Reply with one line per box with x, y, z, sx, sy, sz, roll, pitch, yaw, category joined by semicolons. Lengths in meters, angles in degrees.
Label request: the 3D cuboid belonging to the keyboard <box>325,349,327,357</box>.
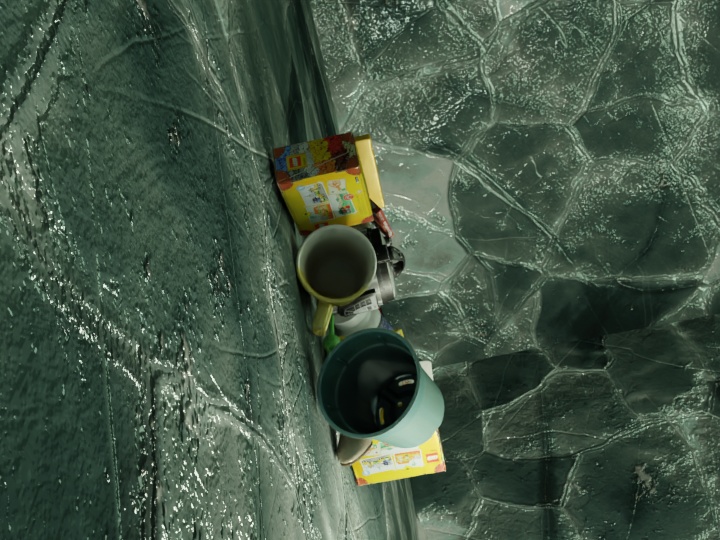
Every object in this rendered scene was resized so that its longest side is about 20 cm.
-0.052;0.228;1.684;0.200;0.011;0.056;73;7;-54;keyboard

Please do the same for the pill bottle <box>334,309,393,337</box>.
0.015;0.151;1.854;0.200;0.116;0.116;54;18;-36;pill bottle

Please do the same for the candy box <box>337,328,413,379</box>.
0.023;0.181;1.616;0.026;0.200;0.102;-21;96;-44;candy box

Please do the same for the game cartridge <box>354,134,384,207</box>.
-0.044;-0.222;1.866;0.032;0.176;0.200;-95;173;-52;game cartridge

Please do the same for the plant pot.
0.054;0.233;1.432;0.196;0.200;0.201;43;32;-53;plant pot

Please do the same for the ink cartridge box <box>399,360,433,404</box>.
0.063;0.269;1.729;0.068;0.200;0.117;-67;150;-77;ink cartridge box

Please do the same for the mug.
-0.061;0.015;1.506;0.149;0.187;0.153;47;-11;8;mug

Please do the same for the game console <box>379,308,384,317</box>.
-0.014;0.044;1.970;0.200;0.118;0.173;70;10;-70;game console

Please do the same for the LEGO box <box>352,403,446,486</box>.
0.073;0.373;1.683;0.077;0.200;0.149;-94;172;-60;LEGO box

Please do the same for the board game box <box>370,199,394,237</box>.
-0.003;-0.158;1.738;0.200;0.019;0.103;46;-6;35;board game box

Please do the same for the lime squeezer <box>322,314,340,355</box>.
-0.058;0.176;1.588;0.071;0.038;0.200;117;-31;-66;lime squeezer

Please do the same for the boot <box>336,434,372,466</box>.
-0.018;0.270;1.526;0.200;0.070;0.146;-55;134;-68;boot

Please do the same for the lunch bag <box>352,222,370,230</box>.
-0.030;-0.095;2.026;0.200;0.117;0.164;68;0;-57;lunch bag

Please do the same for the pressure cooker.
-0.001;-0.003;1.686;0.176;0.200;0.179;-101;178;-63;pressure cooker

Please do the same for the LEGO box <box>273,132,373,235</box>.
-0.066;-0.156;1.456;0.200;0.149;0.077;72;7;-63;LEGO box
